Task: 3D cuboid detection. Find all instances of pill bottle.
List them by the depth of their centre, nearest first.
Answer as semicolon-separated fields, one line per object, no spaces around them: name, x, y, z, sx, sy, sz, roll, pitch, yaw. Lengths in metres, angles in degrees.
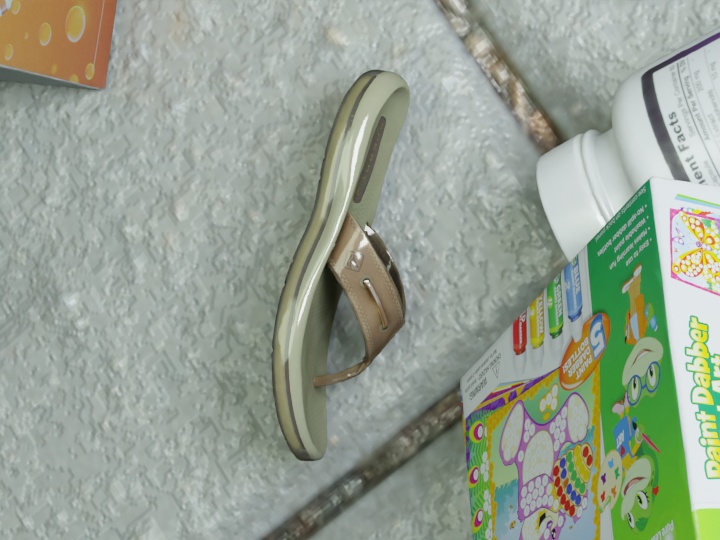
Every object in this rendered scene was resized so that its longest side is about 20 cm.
pill bottle;0.186;-0.061;1.195;0.199;0.111;0.112;-27;76;21

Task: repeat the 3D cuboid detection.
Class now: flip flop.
flip flop;0.000;0.000;1.303;0.057;0.081;0.201;16;88;10

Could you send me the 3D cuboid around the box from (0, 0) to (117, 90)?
box;-0.213;-0.169;1.335;0.097;0.200;0.125;8;90;24

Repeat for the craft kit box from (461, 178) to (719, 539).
craft kit box;0.109;0.094;1.131;0.200;0.048;0.198;128;142;-52
